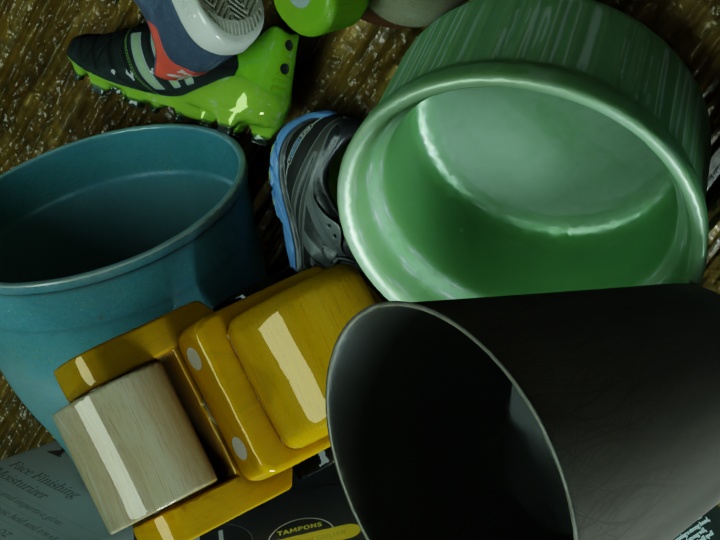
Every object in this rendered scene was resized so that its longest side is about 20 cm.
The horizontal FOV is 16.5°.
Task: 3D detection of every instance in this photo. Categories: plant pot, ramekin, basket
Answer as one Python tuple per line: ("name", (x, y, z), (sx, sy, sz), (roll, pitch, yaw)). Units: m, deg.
("plant pot", (-0.144, 0.036, 1.589), (0.200, 0.200, 0.188), (9, 126, 40))
("ramekin", (0.095, -0.054, 1.340), (0.199, 0.098, 0.200), (10, 134, 10))
("basket", (0.107, 0.078, 1.231), (0.136, 0.200, 0.181), (-44, 71, 41))

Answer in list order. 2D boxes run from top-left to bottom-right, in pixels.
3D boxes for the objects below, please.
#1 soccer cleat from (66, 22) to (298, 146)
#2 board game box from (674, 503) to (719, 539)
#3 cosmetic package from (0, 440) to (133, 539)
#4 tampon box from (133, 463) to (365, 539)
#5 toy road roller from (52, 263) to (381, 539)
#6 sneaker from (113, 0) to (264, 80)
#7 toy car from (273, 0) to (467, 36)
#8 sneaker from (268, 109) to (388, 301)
("soccer cleat", (-0.110, -0.136, 1.577), (0.200, 0.067, 0.081), (18, 91, 44))
("board game box", (0.210, 0.097, 1.298), (0.200, 0.028, 0.135), (-41, 71, 42))
("cosmetic package", (-0.172, 0.215, 1.656), (0.165, 0.200, 0.165), (19, 120, 46))
("tampon box", (-0.044, 0.238, 1.539), (0.126, 0.150, 0.200), (-106, 1, -62))
("toy road roller", (-0.062, 0.067, 1.423), (0.123, 0.200, 0.146), (63, 148, 3))
("sneaker", (-0.123, -0.208, 1.518), (0.084, 0.075, 0.200), (-36, 59, 44))
("toy car", (-0.025, -0.210, 1.405), (0.200, 0.164, 0.158), (0, 107, 52))
("sneaker", (0.000, 0.000, 1.514), (0.083, 0.071, 0.200), (-8, 98, 54))
